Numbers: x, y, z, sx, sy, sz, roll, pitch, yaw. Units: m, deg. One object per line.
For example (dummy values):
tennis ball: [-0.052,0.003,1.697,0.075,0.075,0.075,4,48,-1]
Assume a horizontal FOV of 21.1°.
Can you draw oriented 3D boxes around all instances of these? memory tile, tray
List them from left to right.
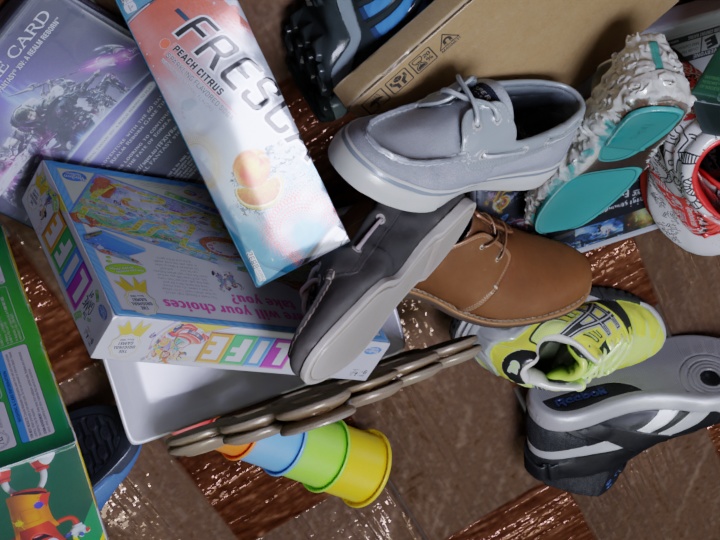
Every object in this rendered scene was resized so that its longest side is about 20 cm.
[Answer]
tray: [-0.076,0.034,1.288,0.199,0.022,0.108,-18,98,-12]
memory tile: [-0.021,0.083,1.277,0.153,0.017,0.200,-17,-179,38]

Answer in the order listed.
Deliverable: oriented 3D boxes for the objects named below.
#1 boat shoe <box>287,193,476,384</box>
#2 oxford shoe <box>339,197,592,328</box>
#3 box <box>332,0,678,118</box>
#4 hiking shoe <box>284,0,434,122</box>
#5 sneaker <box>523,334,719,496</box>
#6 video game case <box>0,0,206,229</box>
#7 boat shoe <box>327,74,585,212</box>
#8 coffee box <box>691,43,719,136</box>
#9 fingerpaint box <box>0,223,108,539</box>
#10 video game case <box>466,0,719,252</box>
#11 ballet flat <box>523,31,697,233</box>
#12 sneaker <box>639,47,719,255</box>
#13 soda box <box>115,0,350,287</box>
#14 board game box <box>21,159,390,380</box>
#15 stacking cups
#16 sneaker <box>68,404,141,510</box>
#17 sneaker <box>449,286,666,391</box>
boat shoe: [0.000,0.000,1.154,0.200,0.057,0.067,-44,162,-48]
oxford shoe: [0.078,-0.010,1.278,0.199,0.072,0.071,8,149,-27]
box: [0.094,-0.140,1.190,0.200,0.021,0.163,-41,151,8]
hiking shoe: [0.004,-0.181,1.141,0.086,0.075,0.201,-19,145,-21]
sneaker: [0.219,0.118,1.515,0.199,0.073,0.112,-7,135,-11]
video game case: [-0.162,-0.081,1.170,0.143,0.019,0.200,-47,133,16]
boat shoe: [0.062,-0.086,1.148,0.200,0.070,0.072,-10,142,-49]
coffee box: [0.305,-0.160,1.208,0.201,0.122,0.044,-57,142,-24]
fingerpaint box: [-0.212,0.102,1.176,0.073,0.200,0.167,-18,135,-10]
video game case: [0.165,-0.089,1.331,0.199,0.023,0.183,-17,134,-14]
ballet flat: [0.159,-0.091,1.252,0.071,0.072,0.200,-7,160,-22]
sneaker: [0.238,-0.050,1.310,0.067,0.108,0.202,-30,136,-1]
soda box: [-0.078,-0.096,1.107,0.063,0.068,0.201,-27,108,-3]
board game box: [-0.092,0.001,1.168,0.199,0.135,0.034,8,128,-38]
stacking cups: [-0.072,0.118,1.370,0.199,0.061,0.061,20,117,-35]
sneaker: [-0.216,0.166,1.335,0.200,0.066,0.078,-42,146,13]
sneaker: [0.154,0.059,1.411,0.199,0.076,0.076,0,127,-39]
